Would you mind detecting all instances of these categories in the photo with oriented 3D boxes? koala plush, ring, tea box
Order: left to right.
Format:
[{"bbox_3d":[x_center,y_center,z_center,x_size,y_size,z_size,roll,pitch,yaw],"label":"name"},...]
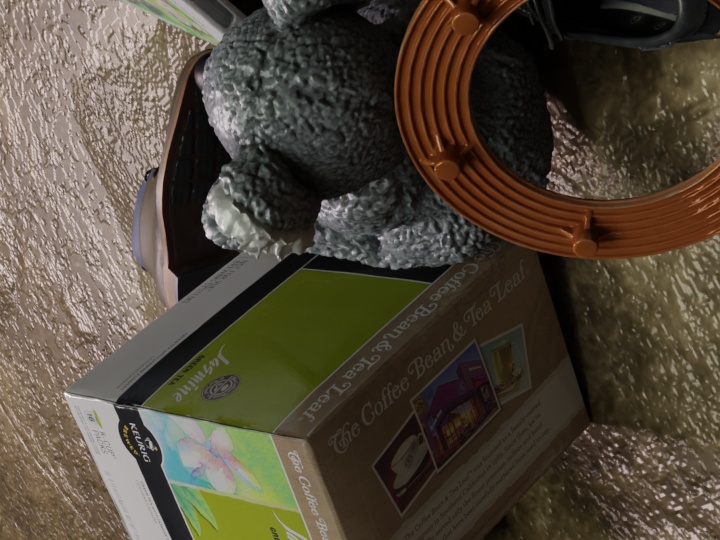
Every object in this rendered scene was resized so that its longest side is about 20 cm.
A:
[{"bbox_3d":[-0.015,0.077,1.005,0.196,0.200,0.134,5,125,44],"label":"tea box"},{"bbox_3d":[-0.009,-0.083,0.897,0.183,0.200,0.178,18,91,22],"label":"koala plush"},{"bbox_3d":[0.114,-0.077,0.815,0.019,0.199,0.201,-86,9,-46],"label":"ring"}]

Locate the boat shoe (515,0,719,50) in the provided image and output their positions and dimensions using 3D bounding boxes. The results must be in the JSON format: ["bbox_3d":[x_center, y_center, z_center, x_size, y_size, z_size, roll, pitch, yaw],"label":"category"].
[{"bbox_3d":[0.104,-0.147,0.869,0.200,0.062,0.075,22,129,46],"label":"boat shoe"}]

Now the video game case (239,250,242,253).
[{"bbox_3d":[0.000,0.000,1.129,0.143,0.017,0.200,59,145,9],"label":"video game case"}]

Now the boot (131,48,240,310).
[{"bbox_3d":[-0.122,-0.062,1.195,0.097,0.074,0.201,36,129,47],"label":"boot"}]

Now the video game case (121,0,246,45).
[{"bbox_3d":[-0.166,-0.203,1.118,0.200,0.022,0.182,30,176,40],"label":"video game case"}]
